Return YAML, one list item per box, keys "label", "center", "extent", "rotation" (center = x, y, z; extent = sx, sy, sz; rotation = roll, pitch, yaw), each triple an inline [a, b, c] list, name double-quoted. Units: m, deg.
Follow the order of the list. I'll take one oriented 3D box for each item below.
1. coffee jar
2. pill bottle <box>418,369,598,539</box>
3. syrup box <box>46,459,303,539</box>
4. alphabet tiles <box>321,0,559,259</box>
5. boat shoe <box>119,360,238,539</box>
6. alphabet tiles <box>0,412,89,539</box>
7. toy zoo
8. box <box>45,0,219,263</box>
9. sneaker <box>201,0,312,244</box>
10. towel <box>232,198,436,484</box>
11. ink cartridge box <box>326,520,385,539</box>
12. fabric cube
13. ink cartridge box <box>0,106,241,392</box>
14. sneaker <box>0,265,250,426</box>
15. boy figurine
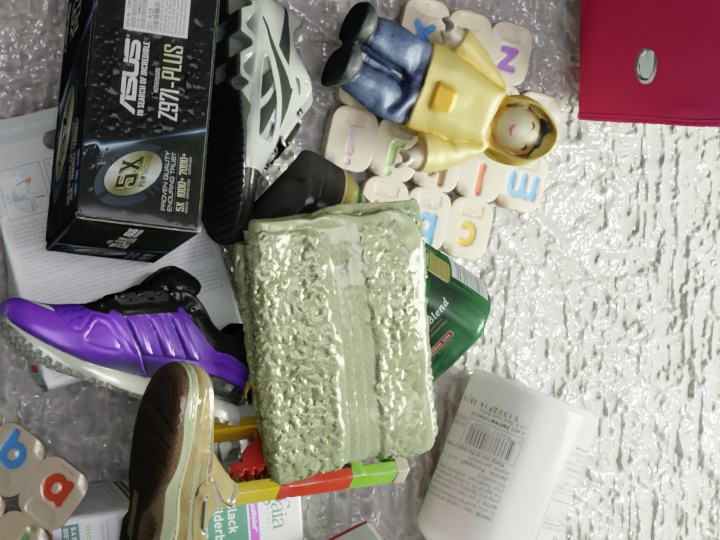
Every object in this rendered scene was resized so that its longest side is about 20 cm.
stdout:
- label: "coffee jar"
  center: [0.000, 0.000, 1.304]
  extent: [0.199, 0.086, 0.104]
  rotation: [37, 112, -21]
- label: "pill bottle"
  center: [0.110, 0.193, 1.372]
  extent: [0.114, 0.114, 0.202]
  rotation: [22, 87, -23]
- label: "syrup box"
  center: [-0.147, 0.203, 1.285]
  extent: [0.198, 0.081, 0.080]
  rotation: [-7, 100, -20]
- label: "alphabet tiles"
  center: [0.068, -0.115, 1.366]
  extent: [0.198, 0.015, 0.198]
  rotation: [12, 91, -23]
- label: "boat shoe"
  center: [-0.123, 0.152, 1.193]
  extent: [0.075, 0.072, 0.202]
  rotation: [0, 121, -25]
- label: "alphabet tiles"
  center: [-0.295, 0.195, 1.208]
  extent: [0.199, 0.015, 0.196]
  rotation: [36, 93, 4]
- label: "toy zoo"
  center: [-0.073, 0.116, 1.293]
  extent: [0.198, 0.021, 0.132]
  rotation: [-5, 54, -22]
- label: "box"
  center: [-0.162, -0.118, 1.174]
  extent: [0.085, 0.164, 0.202]
  rotation: [7, 82, -17]
- label: "sneaker"
  center: [-0.073, -0.114, 1.269]
  extent: [0.088, 0.074, 0.202]
  rotation: [13, 76, -36]
- label: "towel"
  center: [-0.015, 0.052, 1.228]
  extent: [0.147, 0.036, 0.202]
  rotation: [-10, 106, -19]
- label: "ink cartridge box"
  center: [-0.025, 0.315, 1.303]
  extent: [0.143, 0.084, 0.201]
  rotation: [-24, 133, -18]
- label: "fabric cube"
  center: [0.306, -0.221, 1.349]
  extent: [0.198, 0.196, 0.202]
  rotation: [-5, 99, -30]
- label: "ink cartridge box"
  center: [-0.194, -0.027, 1.268]
  extent: [0.161, 0.050, 0.202]
  rotation: [-16, 90, -19]
- label: "sneaker"
  center: [-0.165, 0.039, 1.215]
  extent: [0.199, 0.069, 0.100]
  rotation: [22, 81, -27]
- label: "boy figurine"
  center: [0.067, -0.130, 1.315]
  extent: [0.199, 0.064, 0.125]
  rotation: [27, 83, -19]
